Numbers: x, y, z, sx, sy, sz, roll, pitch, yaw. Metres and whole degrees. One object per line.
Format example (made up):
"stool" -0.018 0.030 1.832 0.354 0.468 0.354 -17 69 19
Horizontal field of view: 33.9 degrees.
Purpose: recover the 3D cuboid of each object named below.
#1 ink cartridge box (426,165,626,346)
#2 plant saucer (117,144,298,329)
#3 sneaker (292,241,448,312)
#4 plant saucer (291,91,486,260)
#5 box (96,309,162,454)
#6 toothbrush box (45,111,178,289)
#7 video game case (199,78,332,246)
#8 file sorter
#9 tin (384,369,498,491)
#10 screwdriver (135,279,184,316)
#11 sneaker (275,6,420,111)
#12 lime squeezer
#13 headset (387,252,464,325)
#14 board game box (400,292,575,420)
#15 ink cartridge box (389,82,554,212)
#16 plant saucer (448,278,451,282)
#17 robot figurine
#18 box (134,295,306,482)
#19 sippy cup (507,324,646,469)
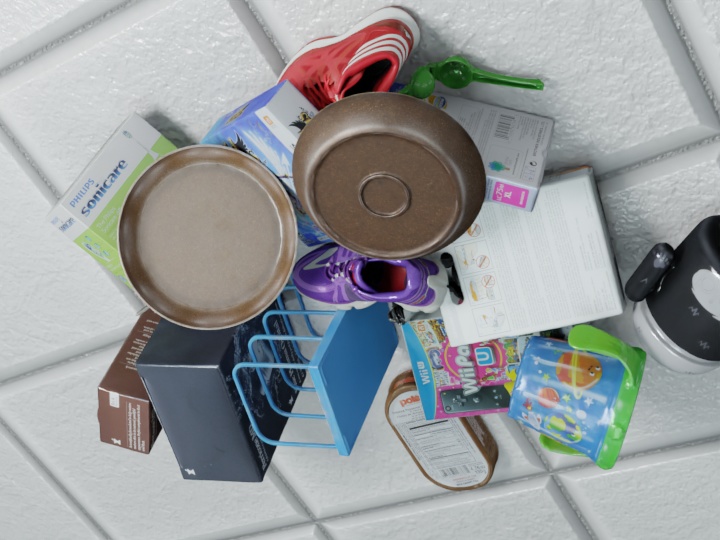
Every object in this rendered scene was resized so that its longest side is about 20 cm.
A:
"ink cartridge box" 0.177 -0.012 1.301 0.198 0.050 0.164 -12 104 21
"plant saucer" -0.166 -0.037 1.301 0.198 0.032 0.202 0 94 2
"sneaker" 0.000 0.000 1.306 0.199 0.082 0.083 1 171 36
"plant saucer" 0.025 -0.083 1.180 0.198 0.035 0.202 7 129 8
"box" -0.265 0.124 1.514 0.074 0.201 0.101 15 131 8
"toothbrush box" -0.240 -0.059 1.381 0.200 0.146 0.086 40 156 -16
"video game case" -0.069 -0.110 1.300 0.181 0.046 0.200 45 157 -16
"file sorter" -0.052 0.098 1.421 0.122 0.201 0.140 1 128 24
"tin" 0.108 0.215 1.565 0.111 0.042 0.201 -19 119 26
"screwdriver" -0.171 -0.006 1.339 0.029 0.200 0.028 38 159 28
"sneaker" -0.033 -0.192 1.230 0.199 0.116 0.078 -33 111 35
"lime squeezer" 0.083 -0.184 1.212 0.198 0.071 0.038 -15 154 -16
"headset" 0.116 -0.007 1.339 0.199 0.094 0.124 -30 110 22
"board game box" 0.161 0.095 1.408 0.198 0.064 0.149 -7 119 16
"ink cartridge box" 0.096 -0.133 1.230 0.198 0.120 0.042 16 135 6
"plant saucer" 0.125 0.062 1.447 0.200 0.019 0.070 41 129 -14
"robot figurine" 0.376 0.021 1.257 0.150 0.125 0.201 44 133 13
"box" -0.167 0.125 1.481 0.116 0.201 0.198 0 128 20
"sippy cup" 0.236 0.136 1.314 0.129 0.140 0.180 17 104 11
